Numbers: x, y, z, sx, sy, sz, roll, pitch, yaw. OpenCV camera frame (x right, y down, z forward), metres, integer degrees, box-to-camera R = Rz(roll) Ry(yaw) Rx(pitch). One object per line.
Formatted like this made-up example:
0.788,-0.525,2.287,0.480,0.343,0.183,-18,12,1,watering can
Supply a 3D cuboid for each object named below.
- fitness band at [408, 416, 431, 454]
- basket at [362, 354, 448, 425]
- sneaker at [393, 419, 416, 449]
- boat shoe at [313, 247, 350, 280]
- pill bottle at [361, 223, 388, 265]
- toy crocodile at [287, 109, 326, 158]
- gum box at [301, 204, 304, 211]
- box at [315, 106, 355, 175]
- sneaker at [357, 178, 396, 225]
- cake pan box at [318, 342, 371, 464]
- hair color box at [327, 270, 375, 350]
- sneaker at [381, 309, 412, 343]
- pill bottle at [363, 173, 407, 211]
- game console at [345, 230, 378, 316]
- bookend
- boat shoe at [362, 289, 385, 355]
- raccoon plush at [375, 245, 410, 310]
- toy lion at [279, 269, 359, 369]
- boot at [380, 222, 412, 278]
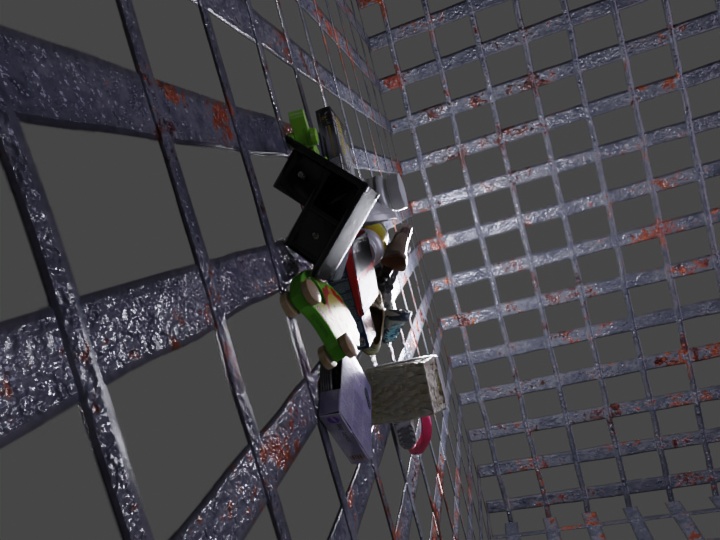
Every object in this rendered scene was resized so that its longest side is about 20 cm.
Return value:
0.167,0.460,1.542,0.202,0.037,0.145,103,-21,-47,fitness band
0.098,0.292,1.258,0.123,0.196,0.139,13,63,-69,basket
0.114,0.410,1.508,0.082,0.073,0.205,90,-7,-82,sneaker
-0.058,-0.071,1.092,0.072,0.070,0.204,42,-54,57,boat shoe
0.015,-0.072,1.445,0.200,0.110,0.115,-64,138,-70,pill bottle
-0.119,-0.278,1.206,0.062,0.066,0.202,-95,167,-52,toy crocodile
-0.076,-0.127,1.226,0.200,0.065,0.116,-21,98,-76,gum box
-0.068,-0.351,1.519,0.158,0.047,0.204,27,51,-72,box
0.020,-0.173,1.279,0.199,0.073,0.118,-8,84,-56,sneaker
-0.027,0.268,1.077,0.186,0.051,0.202,-92,162,-47,cake pan box
-0.021,0.083,1.260,0.100,0.059,0.204,-49,125,-73,hair color box
0.091,0.159,1.456,0.200,0.076,0.088,145,-54,-67,sneaker
0.022,-0.189,1.404,0.114,0.196,0.116,-14,90,-76,pill bottle
0.000,0.000,1.250,0.200,0.030,0.181,-44,125,-73,game console
-0.100,-0.121,1.022,0.198,0.201,0.092,33,5,17,bookend
0.036,0.121,1.381,0.063,0.072,0.204,120,-29,-57,boat shoe
0.100,0.031,1.583,0.097,0.198,0.136,39,-23,54,raccoon plush
-0.065,0.083,1.013,0.202,0.068,0.192,56,14,-18,toy lion
0.108,-0.067,1.446,0.148,0.069,0.200,-65,-174,-21,boot
